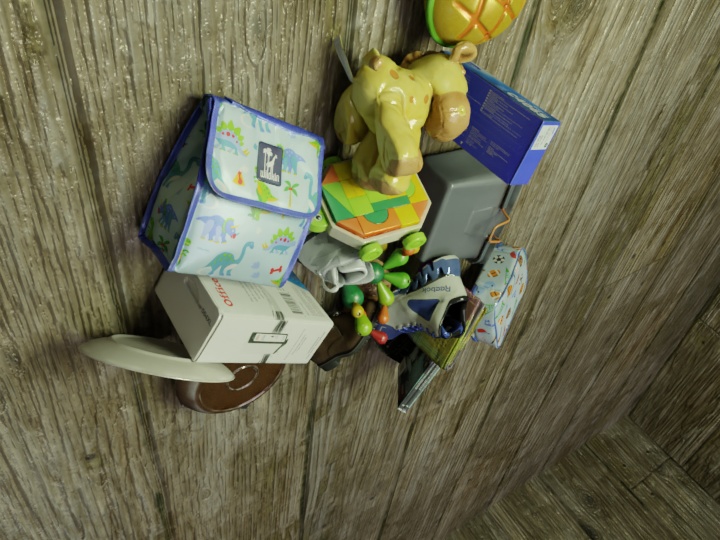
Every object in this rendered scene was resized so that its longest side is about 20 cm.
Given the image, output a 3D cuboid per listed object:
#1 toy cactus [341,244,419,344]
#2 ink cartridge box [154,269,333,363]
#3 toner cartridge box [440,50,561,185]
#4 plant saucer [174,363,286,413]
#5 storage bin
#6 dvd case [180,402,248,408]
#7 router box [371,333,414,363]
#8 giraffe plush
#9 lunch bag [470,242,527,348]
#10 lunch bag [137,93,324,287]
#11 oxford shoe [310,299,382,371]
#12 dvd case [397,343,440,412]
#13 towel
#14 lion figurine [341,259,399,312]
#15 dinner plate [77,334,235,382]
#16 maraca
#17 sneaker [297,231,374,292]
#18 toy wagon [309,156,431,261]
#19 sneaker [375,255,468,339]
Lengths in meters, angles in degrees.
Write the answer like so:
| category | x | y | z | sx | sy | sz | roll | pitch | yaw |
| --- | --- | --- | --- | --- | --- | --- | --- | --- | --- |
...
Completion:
| category | x | y | z | sx | sy | sz | roll | pitch | yaw |
| --- | --- | --- | --- | --- | --- | --- | --- | --- | --- |
| toy cactus | 0.000 | 0.000 | 0.989 | 0.102 | 0.164 | 0.201 | 144 | -38 | -78 |
| ink cartridge box | -0.159 | 0.050 | 0.883 | 0.199 | 0.146 | 0.084 | 10 | 121 | -48 |
| toner cartridge box | 0.167 | -0.209 | 0.870 | 0.043 | 0.200 | 0.095 | -7 | 134 | -41 |
| plant saucer | -0.192 | 0.160 | 1.012 | 0.199 | 0.032 | 0.201 | -25 | 143 | -21 |
| storage bin | 0.154 | -0.097 | 1.037 | 0.134 | 0.146 | 0.201 | -12 | 137 | -31 |
| dvd case | -0.190 | 0.151 | 1.062 | 0.146 | 0.022 | 0.200 | 17 | 114 | -52 |
| router box | 0.133 | 0.104 | 1.306 | 0.200 | 0.062 | 0.150 | -44 | 145 | 4 |
| giraffe plush | 0.067 | -0.209 | 0.811 | 0.161 | 0.172 | 0.201 | -19 | 108 | -22 |
| lunch bag | 0.281 | 0.054 | 1.316 | 0.200 | 0.075 | 0.161 | -55 | 147 | -32 |
| lunch bag | -0.143 | -0.092 | 0.772 | 0.170 | 0.127 | 0.201 | 12 | 107 | -45 |
| oxford shoe | -0.038 | 0.102 | 1.088 | 0.084 | 0.073 | 0.200 | 36 | 128 | -17 |
| dvd case | 0.128 | 0.148 | 1.189 | 0.022 | 0.146 | 0.200 | 30 | 112 | -10 |
| towel | 0.121 | 0.062 | 1.113 | 0.023 | 0.200 | 0.144 | 3 | 120 | -42 |
| lion figurine | 0.010 | 0.053 | 1.123 | 0.122 | 0.073 | 0.201 | -6 | 137 | -31 |
| dinner plate | -0.259 | 0.110 | 0.832 | 0.200 | 0.199 | 0.024 | 16 | 88 | -51 |
| maraca | 0.161 | -0.354 | 0.786 | 0.200 | 0.107 | 0.137 | -34 | 148 | -11 |
| sneaker | 0.002 | -0.051 | 0.926 | 0.200 | 0.115 | 0.075 | -35 | 146 | -8 |
| toy wagon | -0.003 | -0.089 | 0.872 | 0.199 | 0.156 | 0.040 | -15 | 158 | -24 |
| sneaker | 0.105 | 0.076 | 1.054 | 0.080 | 0.116 | 0.199 | 5 | 142 | -43 |
